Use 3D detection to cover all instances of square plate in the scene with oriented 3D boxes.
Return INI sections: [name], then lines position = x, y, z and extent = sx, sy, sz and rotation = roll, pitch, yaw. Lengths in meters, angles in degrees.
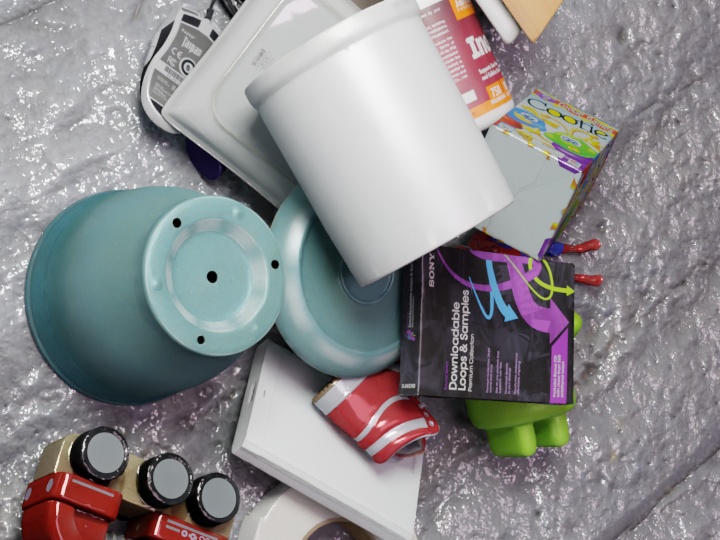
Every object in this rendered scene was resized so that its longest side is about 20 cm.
[square plate]
position = -0.051, -0.164, 1.331
extent = 0.198, 0.028, 0.200
rotation = 38, 86, -19

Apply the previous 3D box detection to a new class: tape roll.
[tape roll]
position = -0.031, 0.294, 1.382
extent = 0.202, 0.037, 0.205
rotation = 5, 81, -33

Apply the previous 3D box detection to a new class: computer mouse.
[computer mouse]
position = -0.167, -0.217, 1.363
extent = 0.109, 0.044, 0.201
rotation = 36, 60, -29

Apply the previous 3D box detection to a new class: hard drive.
[hard drive]
position = -0.026, 0.167, 1.374
extent = 0.199, 0.026, 0.132
rotation = 33, 42, -21

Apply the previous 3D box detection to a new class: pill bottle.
[pill bottle]
position = 0.074, -0.235, 1.478
extent = 0.113, 0.113, 0.201
rotation = -30, 100, -32

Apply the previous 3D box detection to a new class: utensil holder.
[utensil holder]
position = 0.019, -0.109, 1.234
extent = 0.169, 0.170, 0.201
rotation = -29, 90, -33

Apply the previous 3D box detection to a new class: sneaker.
[sneaker]
position = 0.046, 0.114, 1.408
extent = 0.113, 0.071, 0.200
rotation = 47, 46, 2

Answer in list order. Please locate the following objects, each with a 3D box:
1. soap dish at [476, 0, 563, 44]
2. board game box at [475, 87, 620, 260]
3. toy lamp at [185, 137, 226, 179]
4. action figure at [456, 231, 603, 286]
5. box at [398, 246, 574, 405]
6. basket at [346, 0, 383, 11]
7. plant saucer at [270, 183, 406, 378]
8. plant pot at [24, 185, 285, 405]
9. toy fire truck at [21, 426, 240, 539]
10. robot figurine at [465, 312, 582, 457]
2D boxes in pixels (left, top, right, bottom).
[soap dish]
position = 0.141, -0.328, 1.491
extent = 0.081, 0.200, 0.158
rotation = -34, 105, 11
[board game box]
position = 0.185, -0.104, 1.467
extent = 0.103, 0.105, 0.200
rotation = 28, 25, 10
[toy lamp]
position = -0.079, -0.156, 1.401
extent = 0.200, 0.058, 0.058
rotation = -36, 103, -32
[action figure]
position = 0.183, -0.014, 1.560
extent = 0.199, 0.052, 0.066
rotation = 2, 86, -31
[box]
position = 0.125, 0.055, 1.374
extent = 0.199, 0.036, 0.144
rotation = 6, 82, -34
[basket]
position = -0.044, -0.315, 1.393
extent = 0.135, 0.180, 0.202
rotation = -14, 100, -16
[plant saucer]
position = 0.000, 0.000, 1.326
extent = 0.199, 0.027, 0.202
rotation = 2, 87, -36
[plant pot]
position = -0.167, 0.014, 1.241
extent = 0.199, 0.188, 0.202
rotation = 5, 81, -32
[toy fire truck]
position = -0.218, 0.261, 1.228
extent = 0.175, 0.128, 0.201
rotation = 27, 59, -27
[robot figurine]
position = 0.159, 0.091, 1.486
extent = 0.174, 0.116, 0.202
rotation = -13, 90, -25
